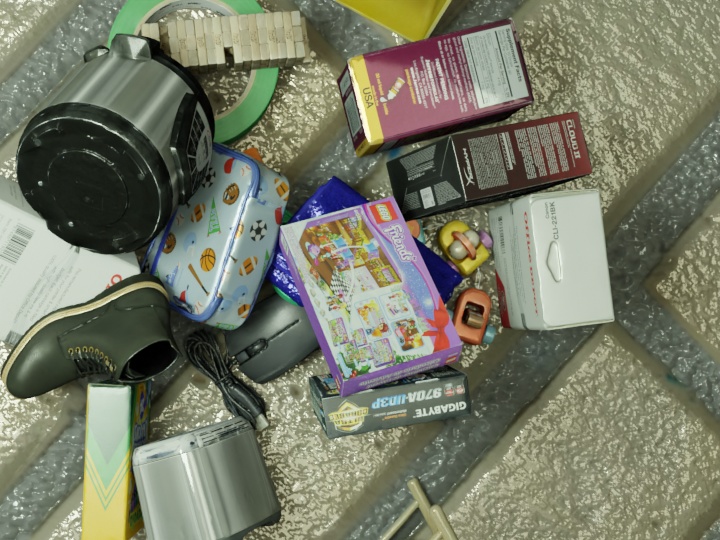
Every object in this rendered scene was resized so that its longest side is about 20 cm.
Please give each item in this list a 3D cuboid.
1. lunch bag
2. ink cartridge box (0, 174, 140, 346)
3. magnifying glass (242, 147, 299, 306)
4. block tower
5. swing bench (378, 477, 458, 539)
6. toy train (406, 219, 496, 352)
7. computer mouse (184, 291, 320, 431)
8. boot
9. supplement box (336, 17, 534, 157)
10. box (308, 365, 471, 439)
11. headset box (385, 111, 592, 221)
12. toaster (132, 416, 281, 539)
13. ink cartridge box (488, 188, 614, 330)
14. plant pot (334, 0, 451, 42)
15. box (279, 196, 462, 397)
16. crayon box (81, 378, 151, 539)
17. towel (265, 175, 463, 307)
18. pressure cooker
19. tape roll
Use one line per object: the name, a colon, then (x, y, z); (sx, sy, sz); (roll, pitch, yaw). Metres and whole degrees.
lunch bag: (-0.170, -0.039, 1.382); (0.075, 0.159, 0.202); (18, 96, -49)
ink cartridge box: (-0.361, 0.000, 1.336); (0.199, 0.084, 0.147); (29, 104, -31)
magnifying glass: (-0.091, -0.051, 1.433); (0.079, 0.022, 0.202); (-23, 78, -12)
block tower: (-0.155, -0.254, 1.390); (0.197, 0.058, 0.055); (-7, 90, -7)
swing bench: (0.099, 0.358, 1.378); (0.200, 0.199, 0.130); (44, 85, -3)
toy train: (0.084, 0.004, 1.453); (0.198, 0.056, 0.152); (24, 81, -5)
computer mouse: (-0.094, 0.080, 1.437); (0.199, 0.053, 0.139); (-38, 92, -6)
boot: (-0.282, 0.093, 1.283); (0.199, 0.139, 0.078); (-36, 124, 1)
supplement box: (0.083, -0.209, 1.427); (0.197, 0.131, 0.105); (-15, 90, -8)
box: (0.028, 0.138, 1.374); (0.156, 0.200, 0.047); (-8, 92, -7)
headset box: (0.153, -0.118, 1.400); (0.198, 0.148, 0.078); (-15, 90, -28)
toaster: (-0.174, 0.241, 1.357); (0.112, 0.199, 0.131); (-18, 86, 23)
ink cartridge box: (0.213, -0.009, 1.400); (0.082, 0.200, 0.147); (-7, 89, -6)
plant pot: (0.041, -0.411, 1.407); (0.198, 0.200, 0.178); (27, 74, -5)
box: (0.008, 0.024, 1.316); (0.135, 0.039, 0.202); (-15, 60, -15)
crayon box: (-0.271, 0.225, 1.374); (0.051, 0.126, 0.203); (3, 88, 0)
towel: (0.000, 0.000, 1.389); (0.199, 0.050, 0.148); (38, 75, 6)
pressure cooker: (-0.247, -0.139, 1.295); (0.175, 0.201, 0.179); (-34, 109, 32)
tape roll: (-0.194, -0.241, 1.437); (0.197, 0.048, 0.204); (0, 88, -7)
